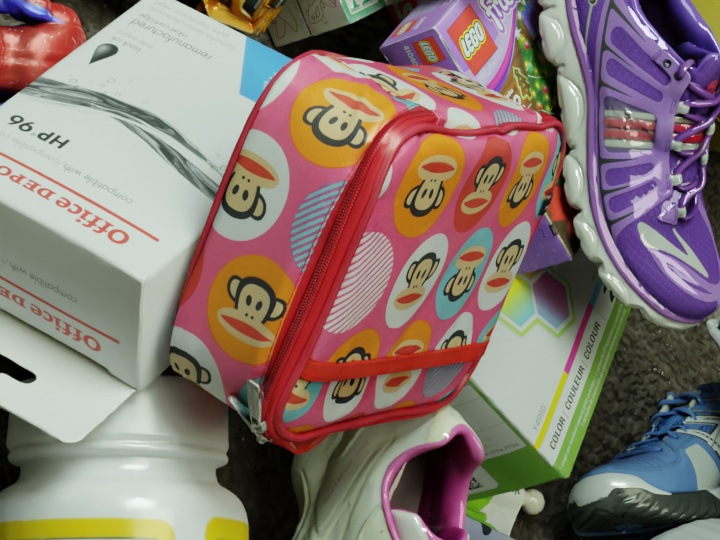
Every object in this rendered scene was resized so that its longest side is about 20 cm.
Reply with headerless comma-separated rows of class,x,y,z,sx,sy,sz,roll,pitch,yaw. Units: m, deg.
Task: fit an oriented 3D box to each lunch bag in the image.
lunch bag,0.000,0.000,1.057,0.200,0.082,0.177,-6,122,-63

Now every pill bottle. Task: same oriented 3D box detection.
pill bottle,-0.104,0.149,1.049,0.114,0.114,0.201,10,75,-41

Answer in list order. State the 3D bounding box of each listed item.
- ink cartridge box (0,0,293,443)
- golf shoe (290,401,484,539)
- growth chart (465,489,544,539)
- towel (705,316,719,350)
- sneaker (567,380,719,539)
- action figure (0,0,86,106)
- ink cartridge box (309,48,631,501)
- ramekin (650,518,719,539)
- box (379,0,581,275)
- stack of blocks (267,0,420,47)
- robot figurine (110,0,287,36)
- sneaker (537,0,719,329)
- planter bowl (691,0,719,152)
ink cartridge box,-0.103,-0.027,1.047,0.200,0.116,0.068,-45,154,-41
golf shoe,0.000,0.147,1.144,0.075,0.091,0.201,14,89,-40
growth chart,0.052,0.192,1.249,0.144,0.018,0.201,17,68,-40
towel,0.265,0.118,1.327,0.023,0.144,0.200,-39,129,6
sneaker,0.174,0.105,1.353,0.200,0.076,0.077,-5,78,-53
action figure,-0.181,-0.098,1.071,0.200,0.052,0.066,9,81,-47
ink cartridge box,0.037,-0.004,1.227,0.200,0.076,0.148,47,47,-26
ramekin,0.186,0.222,1.280,0.202,0.094,0.203,-19,120,-38
box,0.099,-0.110,1.244,0.137,0.039,0.200,57,43,-19
stack of blocks,0.029,-0.179,1.275,0.200,0.058,0.115,-31,103,-42
robot figurine,-0.094,-0.173,1.114,0.200,0.145,0.058,22,33,-29
sneaker,0.143,-0.069,1.182,0.081,0.083,0.201,-24,102,-51
planter bowl,0.210,-0.126,1.382,0.083,0.200,0.201,-32,106,-9
